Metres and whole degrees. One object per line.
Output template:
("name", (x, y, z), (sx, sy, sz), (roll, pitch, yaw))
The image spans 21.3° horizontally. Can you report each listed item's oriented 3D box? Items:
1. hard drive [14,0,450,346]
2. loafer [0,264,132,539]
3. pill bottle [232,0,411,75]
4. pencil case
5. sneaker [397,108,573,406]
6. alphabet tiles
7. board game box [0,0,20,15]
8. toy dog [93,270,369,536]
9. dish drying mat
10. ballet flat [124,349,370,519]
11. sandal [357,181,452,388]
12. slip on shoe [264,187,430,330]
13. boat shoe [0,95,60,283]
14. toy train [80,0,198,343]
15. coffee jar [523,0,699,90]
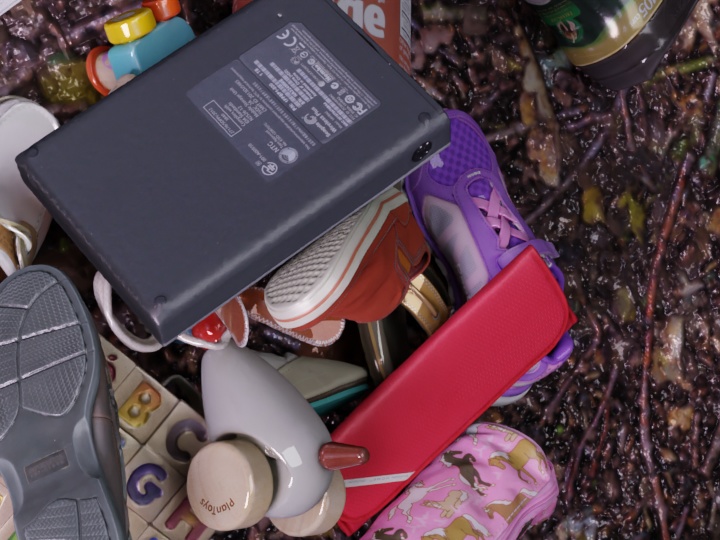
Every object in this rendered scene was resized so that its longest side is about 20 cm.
("hard drive", (-0.070, -0.066, 1.050), (0.200, 0.033, 0.140), (-35, 64, -17))
("loafer", (-0.160, 0.096, 1.026), (0.071, 0.063, 0.201), (-17, 63, 5))
("pill bottle", (-0.024, -0.153, 1.178), (0.112, 0.112, 0.201), (12, 67, -28))
("pencil case", (0.049, 0.172, 1.171), (0.086, 0.083, 0.200), (38, 42, 7))
("sneaker", (0.089, -0.012, 1.248), (0.080, 0.088, 0.201), (-17, 92, -29))
("alphabet tiles", (-0.178, 0.140, 1.081), (0.166, 0.006, 0.200), (41, 86, -16))
("board game box", (-0.301, -0.150, 1.071), (0.200, 0.035, 0.127), (-42, 105, -27))
("toy dog", (-0.051, 0.056, 1.073), (0.132, 0.096, 0.201), (-30, 97, -60))
("dish drying mat", (0.049, 0.076, 1.174), (0.200, 0.018, 0.077), (-42, 130, -7))
("ballet flat", (-0.084, 0.084, 1.153), (0.199, 0.069, 0.070), (-26, 97, -29))
("sandal", (0.030, 0.008, 1.211), (0.054, 0.080, 0.201), (-6, 81, 14))
("slip on shoe", (0.000, 0.000, 1.085), (0.061, 0.074, 0.200), (55, 17, -2))
("boat shoe", (-0.214, -0.010, 1.084), (0.075, 0.068, 0.201), (26, 72, -25))
("toy train", (-0.127, -0.064, 1.154), (0.150, 0.055, 0.201), (38, 53, -49))
("coffee jar", (0.143, -0.220, 1.305), (0.200, 0.085, 0.105), (42, 66, -19))
